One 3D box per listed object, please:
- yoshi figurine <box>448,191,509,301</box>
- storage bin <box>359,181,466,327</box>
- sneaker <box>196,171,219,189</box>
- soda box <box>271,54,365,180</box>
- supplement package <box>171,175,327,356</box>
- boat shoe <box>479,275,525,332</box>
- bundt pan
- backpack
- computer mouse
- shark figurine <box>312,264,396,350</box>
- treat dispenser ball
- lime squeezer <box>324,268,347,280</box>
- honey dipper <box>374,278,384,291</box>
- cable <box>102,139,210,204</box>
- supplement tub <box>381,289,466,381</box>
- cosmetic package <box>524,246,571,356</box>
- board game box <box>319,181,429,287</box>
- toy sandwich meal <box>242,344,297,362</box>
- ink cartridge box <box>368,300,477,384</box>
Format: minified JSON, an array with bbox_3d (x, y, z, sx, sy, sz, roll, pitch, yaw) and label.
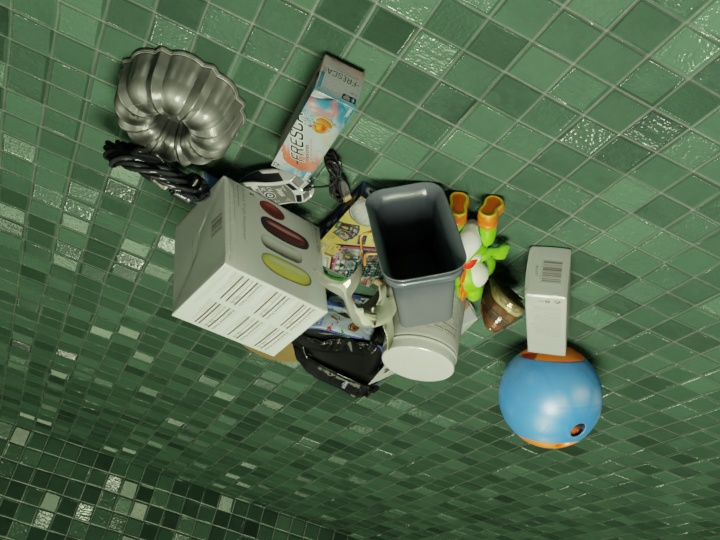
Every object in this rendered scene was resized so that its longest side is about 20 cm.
[{"bbox_3d":[0.185,-0.043,1.320,0.111,0.113,0.201,-22,137,-18],"label":"yoshi figurine"},{"bbox_3d":[0.075,-0.014,1.234,0.144,0.201,0.135,-10,135,-3],"label":"storage bin"},{"bbox_3d":[-0.204,-0.108,1.385,0.077,0.076,0.200,-31,131,20],"label":"sneaker"},{"bbox_3d":[-0.063,-0.210,1.142,0.063,0.069,0.200,22,149,-13],"label":"soda box"},{"bbox_3d":[-0.177,-0.004,1.295,0.199,0.192,0.147,27,128,-35],"label":"supplement package"},{"bbox_3d":[0.231,0.058,1.372,0.072,0.068,0.200,38,-169,1],"label":"boat shoe"},{"bbox_3d":[-0.274,-0.229,1.196,0.200,0.076,0.202,10,148,7],"label":"bundt pan"},{"bbox_3d":[-0.039,0.133,1.614,0.189,0.155,0.201,10,138,3],"label":"backpack"},{"bbox_3d":[-0.114,-0.143,1.304,0.198,0.044,0.110,-3,151,17],"label":"computer mouse"},{"bbox_3d":[-0.007,0.060,1.289,0.089,0.129,0.214,3,176,28],"label":"shark figurine"},{"bbox_3d":[0.370,0.243,1.576,0.199,0.202,0.201,10,149,6],"label":"treat dispenser ball"},{"bbox_3d":[-0.090,0.036,1.515,0.038,0.071,0.199,11,147,-44],"label":"lime squeezer"},{"bbox_3d":[0.000,0.000,1.497,0.199,0.038,0.038,34,144,-25],"label":"honey dipper"},{"bbox_3d":[-0.330,-0.156,1.270,0.162,0.051,0.200,19,-169,-36],"label":"cable"},{"bbox_3d":[0.116,0.076,1.407,0.131,0.201,0.132,10,150,6],"label":"supplement tub"},{"bbox_3d":[0.323,0.056,1.390,0.073,0.102,0.201,5,147,15],"label":"cosmetic package"},{"bbox_3d":[0.009,-0.056,1.377,0.135,0.035,0.200,26,140,-19],"label":"board game box"},{"bbox_3d":[-0.182,0.132,1.758,0.203,0.071,0.206,14,149,9],"label":"toy sandwich meal"},{"bbox_3d":[0.110,0.139,1.552,0.199,0.050,0.162,-19,160,-26],"label":"ink cartridge box"}]
